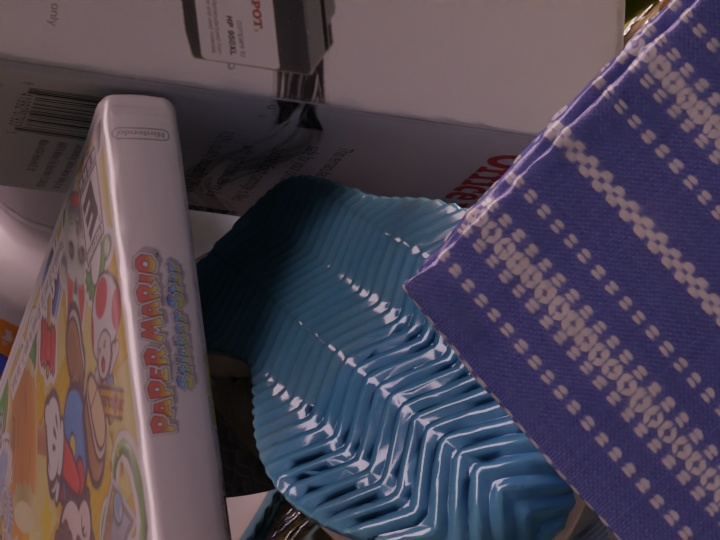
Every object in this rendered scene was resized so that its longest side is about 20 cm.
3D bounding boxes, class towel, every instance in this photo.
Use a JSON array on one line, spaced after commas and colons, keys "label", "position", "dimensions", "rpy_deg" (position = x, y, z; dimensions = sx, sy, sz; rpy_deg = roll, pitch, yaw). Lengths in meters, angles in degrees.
[{"label": "towel", "position": [0.122, -0.016, 0.478], "dimensions": [0.200, 0.145, 0.024], "rpy_deg": [-45, -13, 10]}]

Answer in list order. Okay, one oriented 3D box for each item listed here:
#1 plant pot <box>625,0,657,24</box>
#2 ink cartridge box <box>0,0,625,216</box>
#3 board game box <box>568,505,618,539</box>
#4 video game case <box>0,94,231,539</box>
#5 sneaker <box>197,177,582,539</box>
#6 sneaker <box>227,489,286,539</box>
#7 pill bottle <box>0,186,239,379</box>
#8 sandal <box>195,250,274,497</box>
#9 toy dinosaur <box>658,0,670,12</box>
[{"label": "plant pot", "position": [0.042, -0.164, 0.947], "dimensions": [0.200, 0.182, 0.199], "rpy_deg": [-37, -2, 39]}, {"label": "ink cartridge box", "position": [-0.042, -0.068, 0.732], "dimensions": [0.145, 0.199, 0.085], "rpy_deg": [143, 134, -74]}, {"label": "board game box", "position": [0.046, 0.057, 0.740], "dimensions": [0.200, 0.026, 0.200], "rpy_deg": [-54, 15, -26]}, {"label": "video game case", "position": [-0.069, 0.086, 0.689], "dimensions": [0.200, 0.023, 0.183], "rpy_deg": [119, 147, -54]}, {"label": "sneaker", "position": [0.016, 0.033, 0.647], "dimensions": [0.077, 0.081, 0.200], "rpy_deg": [-46, 20, -2]}, {"label": "sneaker", "position": [-0.050, 0.041, 0.937], "dimensions": [0.200, 0.081, 0.077], "rpy_deg": [-58, -8, -45]}, {"label": "pill bottle", "position": [-0.100, -0.002, 1.016], "dimensions": [0.112, 0.112, 0.200], "rpy_deg": [-55, -17, -31]}, {"label": "sandal", "position": [0.001, 0.000, 0.853], "dimensions": [0.200, 0.076, 0.043], "rpy_deg": [-37, 15, 1]}, {"label": "toy dinosaur", "position": [0.107, -0.069, 0.754], "dimensions": [0.200, 0.060, 0.106], "rpy_deg": [-36, 7, 14]}]
